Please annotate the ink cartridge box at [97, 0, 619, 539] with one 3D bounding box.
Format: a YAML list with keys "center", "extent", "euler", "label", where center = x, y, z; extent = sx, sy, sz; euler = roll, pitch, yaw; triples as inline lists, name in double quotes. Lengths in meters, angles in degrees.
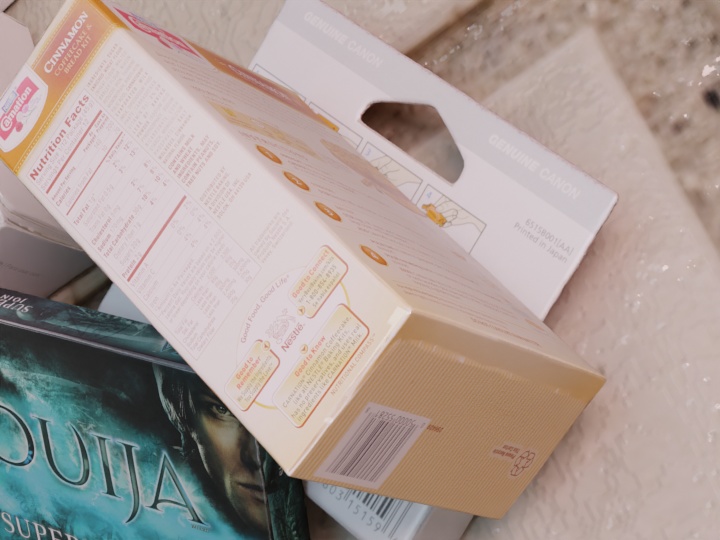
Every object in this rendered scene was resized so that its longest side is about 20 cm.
- center: [0.000, 0.000, 0.851]
  extent: [0.200, 0.043, 0.174]
  euler: [36, 97, 33]
  label: "ink cartridge box"

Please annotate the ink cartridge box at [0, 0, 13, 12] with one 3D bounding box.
- center: [-0.220, -0.238, 1.021]
  extent: [0.145, 0.084, 0.201]
  euler: [-40, 61, 17]
  label: "ink cartridge box"

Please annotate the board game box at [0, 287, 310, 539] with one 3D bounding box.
- center: [-0.110, 0.081, 0.865]
  extent: [0.199, 0.028, 0.136]
  euler: [11, 121, 33]
  label: "board game box"

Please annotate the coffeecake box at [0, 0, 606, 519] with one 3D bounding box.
- center: [-0.025, -0.005, 0.751]
  extent: [0.200, 0.153, 0.073]
  euler: [44, 103, 31]
  label: "coffeecake box"

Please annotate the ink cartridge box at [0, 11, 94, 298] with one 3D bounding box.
- center: [-0.237, -0.024, 0.979]
  extent: [0.199, 0.084, 0.147]
  euler: [-32, 64, 21]
  label: "ink cartridge box"
